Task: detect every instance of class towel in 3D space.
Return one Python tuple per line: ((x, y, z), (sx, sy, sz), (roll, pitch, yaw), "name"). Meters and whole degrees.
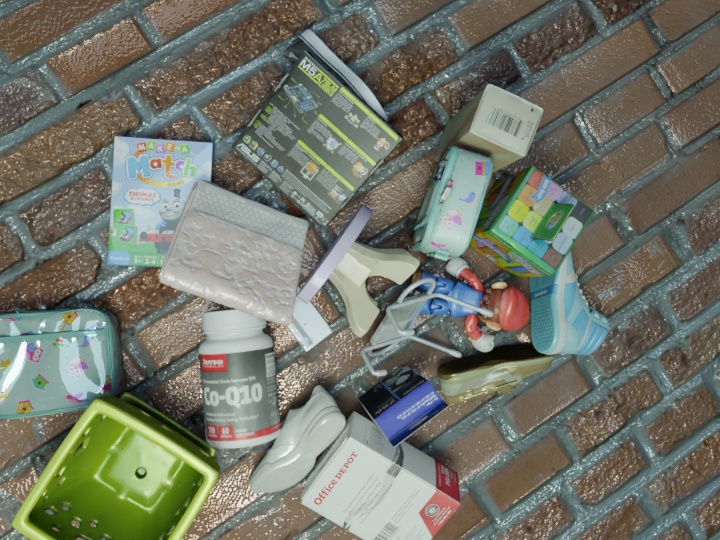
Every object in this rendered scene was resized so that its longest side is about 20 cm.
((-0.179, -0.030, 0.950), (0.200, 0.032, 0.191), (22, 54, -19), "towel")

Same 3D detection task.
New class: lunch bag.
((-0.465, 0.132, 0.945), (0.200, 0.077, 0.161), (-5, 89, -8), "lunch bag")
((0.134, -0.094, 0.963), (0.077, 0.200, 0.161), (20, 88, 2), "lunch bag")

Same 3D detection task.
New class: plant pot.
((-0.328, 0.300, 0.906), (0.199, 0.181, 0.200), (34, 84, -6), "plant pot")

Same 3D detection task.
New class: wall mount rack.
((0.098, 0.093, 0.977), (0.174, 0.200, 0.075), (-12, 57, -32), "wall mount rack")

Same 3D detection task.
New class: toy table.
((0.000, 0.000, 0.970), (0.117, 0.184, 0.200), (38, 61, -5), "toy table")

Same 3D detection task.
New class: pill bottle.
((-0.186, 0.158, 0.963), (0.114, 0.114, 0.200), (-5, 89, -8), "pill bottle")

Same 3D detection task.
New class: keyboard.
((-0.126, 0.037, 1.029), (0.056, 0.011, 0.200), (-38, 93, -12), "keyboard")

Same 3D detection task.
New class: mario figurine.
((0.178, 0.056, 1.048), (0.200, 0.106, 0.124), (12, 123, 3), "mario figurine")

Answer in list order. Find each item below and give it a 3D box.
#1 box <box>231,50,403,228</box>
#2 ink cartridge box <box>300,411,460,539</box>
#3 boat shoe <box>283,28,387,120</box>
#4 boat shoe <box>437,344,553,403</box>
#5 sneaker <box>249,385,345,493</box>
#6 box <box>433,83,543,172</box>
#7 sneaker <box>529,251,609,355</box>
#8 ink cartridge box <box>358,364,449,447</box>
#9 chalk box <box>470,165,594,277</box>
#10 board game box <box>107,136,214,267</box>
((-0.068, -0.202, 0.992), (0.200, 0.048, 0.193), (40, 105, -4), "box")
((0.031, 0.335, 0.979), (0.200, 0.083, 0.147), (33, 109, -5), "ink cartridge box")
((-0.043, -0.297, 1.019), (0.068, 0.074, 0.199), (-44, 92, -1), "boat shoe")
((0.224, 0.171, 1.045), (0.200, 0.074, 0.066), (-10, 105, -9), "boat shoe")
((-0.106, 0.267, 0.998), (0.200, 0.089, 0.075), (-47, 137, 13), "sneaker")
((0.191, -0.208, 0.982), (0.095, 0.200, 0.078), (22, 85, -6), "box")
((0.357, 0.050, 1.065), (0.130, 0.080, 0.200), (13, 77, -21), "sneaker")
((0.059, 0.197, 0.951), (0.099, 0.200, 0.039), (-35, 96, -8), "ink cartridge box")
((0.262, -0.073, 0.987), (0.124, 0.200, 0.125), (35, 84, -5), "chalk box")
((-0.312, -0.104, 0.994), (0.151, 0.037, 0.200), (2, 87, -8), "board game box")
